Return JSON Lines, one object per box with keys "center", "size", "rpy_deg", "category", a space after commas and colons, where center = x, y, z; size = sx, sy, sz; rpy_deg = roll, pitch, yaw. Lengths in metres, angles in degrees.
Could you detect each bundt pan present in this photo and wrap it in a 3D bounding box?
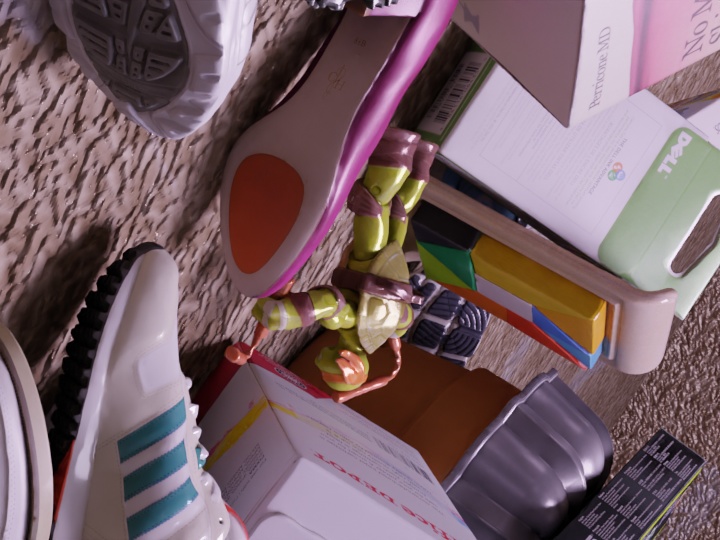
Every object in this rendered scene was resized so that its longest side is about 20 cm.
{"center": [0.101, 0.169, 1.101], "size": [0.202, 0.076, 0.202], "rpy_deg": [-48, 164, -18], "category": "bundt pan"}

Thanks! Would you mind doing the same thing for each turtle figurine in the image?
{"center": [0.000, 0.000, 0.902], "size": [0.200, 0.064, 0.161], "rpy_deg": [12, 91, -60], "category": "turtle figurine"}

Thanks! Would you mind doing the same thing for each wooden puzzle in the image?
{"center": [0.101, 0.008, 1.044], "size": [0.037, 0.200, 0.185], "rpy_deg": [-62, 166, -12], "category": "wooden puzzle"}

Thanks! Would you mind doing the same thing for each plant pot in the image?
{"center": [0.007, 0.129, 1.138], "size": [0.200, 0.140, 0.200], "rpy_deg": [-49, 164, -19], "category": "plant pot"}

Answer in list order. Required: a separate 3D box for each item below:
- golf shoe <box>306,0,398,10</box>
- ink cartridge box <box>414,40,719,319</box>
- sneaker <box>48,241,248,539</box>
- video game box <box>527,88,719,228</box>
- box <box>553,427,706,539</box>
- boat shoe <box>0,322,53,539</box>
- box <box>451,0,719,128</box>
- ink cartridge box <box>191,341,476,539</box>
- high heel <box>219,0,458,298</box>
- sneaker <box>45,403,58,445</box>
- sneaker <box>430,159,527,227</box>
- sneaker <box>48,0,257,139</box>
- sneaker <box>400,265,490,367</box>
{"center": [0.011, -0.171, 0.657], "size": [0.200, 0.077, 0.088], "rpy_deg": [-48, 155, -47], "category": "golf shoe"}
{"center": [0.142, -0.067, 1.000], "size": [0.104, 0.200, 0.059], "rpy_deg": [-57, -160, 0], "category": "ink cartridge box"}
{"center": [-0.094, 0.090, 0.741], "size": [0.070, 0.093, 0.200], "rpy_deg": [180, -78, -71], "category": "sneaker"}
{"center": [0.176, -0.078, 1.170], "size": [0.182, 0.047, 0.200], "rpy_deg": [-13, -172, 30], "category": "video game box"}
{"center": [0.138, 0.221, 1.093], "size": [0.200, 0.048, 0.193], "rpy_deg": [-31, 150, -53], "category": "box"}
{"center": [-0.180, 0.115, 0.684], "size": [0.068, 0.075, 0.200], "rpy_deg": [-9, 122, -37], "category": "boat shoe"}
{"center": [0.155, -0.184, 0.829], "size": [0.200, 0.109, 0.128], "rpy_deg": [-29, 146, -19], "category": "box"}
{"center": [-0.037, 0.158, 0.906], "size": [0.145, 0.145, 0.200], "rpy_deg": [-54, -162, 4], "category": "ink cartridge box"}
{"center": [-0.001, -0.076, 0.801], "size": [0.096, 0.067, 0.200], "rpy_deg": [-8, 130, -54], "category": "high heel"}
{"center": [-0.153, 0.142, 0.822], "size": [0.200, 0.075, 0.114], "rpy_deg": [-52, 165, -5], "category": "sneaker"}
{"center": [0.128, -0.112, 1.065], "size": [0.200, 0.090, 0.078], "rpy_deg": [-58, 164, 12], "category": "sneaker"}
{"center": [-0.046, -0.130, 0.556], "size": [0.099, 0.078, 0.200], "rpy_deg": [-45, 163, -40], "category": "sneaker"}
{"center": [0.045, 0.050, 1.248], "size": [0.200, 0.077, 0.080], "rpy_deg": [-62, -178, 43], "category": "sneaker"}
